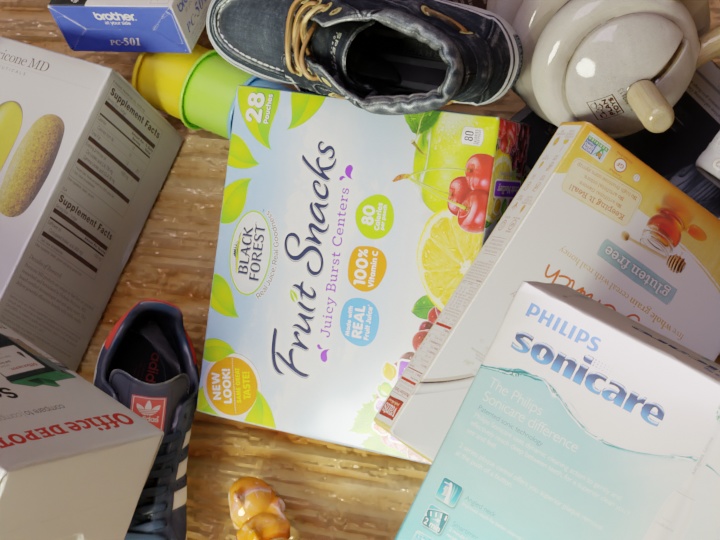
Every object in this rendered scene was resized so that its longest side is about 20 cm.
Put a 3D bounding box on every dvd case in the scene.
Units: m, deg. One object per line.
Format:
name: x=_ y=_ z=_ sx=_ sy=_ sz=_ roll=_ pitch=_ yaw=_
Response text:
dvd case: x=0.147 y=-0.049 z=0.930 sx=0.200 sy=0.025 sz=0.150 roll=-40 pitch=62 yaw=2

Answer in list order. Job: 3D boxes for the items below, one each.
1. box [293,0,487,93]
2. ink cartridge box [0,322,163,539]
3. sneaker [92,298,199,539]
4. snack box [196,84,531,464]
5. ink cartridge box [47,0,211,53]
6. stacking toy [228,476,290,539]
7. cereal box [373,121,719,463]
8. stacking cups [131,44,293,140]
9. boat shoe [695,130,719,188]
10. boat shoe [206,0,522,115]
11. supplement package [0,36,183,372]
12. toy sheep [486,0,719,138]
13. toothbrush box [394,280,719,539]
box: x=0.025 y=-0.197 z=0.979 sx=0.200 sy=0.075 sz=0.100 roll=-31 pitch=56 yaw=-9
ink cartridge box: x=-0.230 y=0.083 z=0.842 sx=0.200 sy=0.146 sz=0.084 roll=29 pitch=105 yaw=22
sneaker: x=-0.133 y=0.107 z=0.916 sx=0.075 sy=0.085 sz=0.200 roll=5 pitch=58 yaw=-18
snack box: x=0.000 y=0.000 z=0.906 sx=0.168 sy=0.068 sz=0.200 roll=11 pitch=95 yaw=23
ink cartridge box: x=-0.129 y=-0.234 z=1.056 sx=0.094 sy=0.044 sz=0.200 roll=4 pitch=52 yaw=22
stacking toy: x=-0.034 y=0.194 z=0.870 sx=0.110 sy=0.116 sz=0.200 roll=-37 pitch=51 yaw=5
cereal box: x=0.119 y=0.039 z=0.847 sx=0.144 sy=0.040 sz=0.200 roll=33 pitch=85 yaw=-17
stacking cups: x=-0.057 y=-0.101 z=1.003 sx=0.200 sy=0.061 sz=0.061 roll=24 pitch=80 yaw=27
boat shoe: x=0.265 y=-0.009 z=0.835 sx=0.069 sy=0.072 sz=0.200 roll=-42 pitch=77 yaw=6
boat shoe: x=-0.016 y=-0.130 z=0.850 sx=0.200 sy=0.091 sz=0.071 roll=12 pitch=105 yaw=26
supplement package: x=-0.222 y=-0.036 z=1.012 sx=0.114 sy=0.110 sz=0.200 roll=17 pitch=77 yaw=25
toy sheep: x=0.140 y=-0.142 z=0.881 sx=0.138 sy=0.138 sz=0.200 roll=-29 pitch=35 yaw=8
toothbrush box: x=0.109 y=0.124 z=0.753 sx=0.146 sy=0.085 sz=0.200 roll=27 pitch=98 yaw=21
